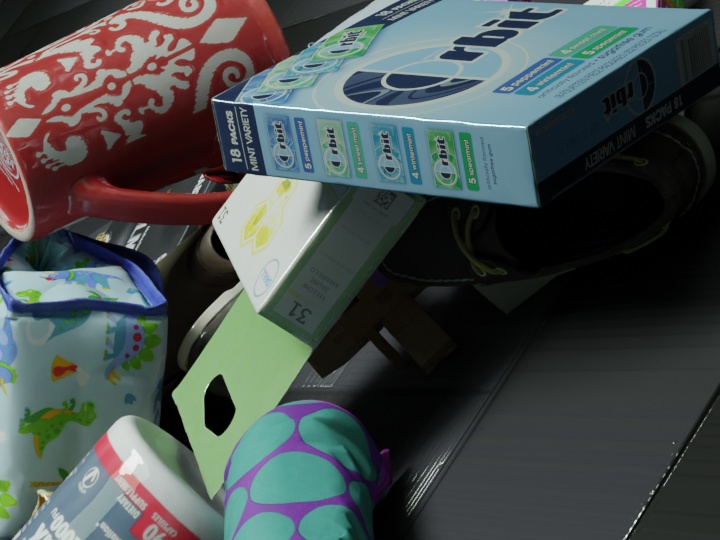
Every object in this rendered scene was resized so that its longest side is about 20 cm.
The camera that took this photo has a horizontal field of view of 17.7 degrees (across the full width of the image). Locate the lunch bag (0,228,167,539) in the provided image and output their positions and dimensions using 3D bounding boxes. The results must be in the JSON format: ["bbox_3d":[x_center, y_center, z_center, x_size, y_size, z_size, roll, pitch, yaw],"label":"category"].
[{"bbox_3d":[-0.194,0.073,1.498,0.200,0.126,0.171,-142,57,-67],"label":"lunch bag"}]

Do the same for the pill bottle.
[{"bbox_3d":[-0.151,0.191,1.273,0.200,0.119,0.120,-49,19,3],"label":"pill bottle"}]

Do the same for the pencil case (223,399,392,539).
[{"bbox_3d":[-0.022,0.141,1.140,0.092,0.086,0.200,-4,24,-3],"label":"pencil case"}]

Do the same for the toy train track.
[{"bbox_3d":[0.000,0.000,1.361,0.115,0.033,0.200,-43,46,0],"label":"toy train track"}]

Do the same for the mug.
[{"bbox_3d":[-0.145,-0.102,1.512,0.199,0.134,0.177,-26,28,-24],"label":"mug"}]

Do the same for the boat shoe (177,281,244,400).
[{"bbox_3d":[-0.037,0.004,1.503,0.200,0.057,0.067,-51,-17,-17],"label":"boat shoe"}]

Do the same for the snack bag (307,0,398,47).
[{"bbox_3d":[0.002,-0.155,1.644,0.200,0.021,0.188,-38,17,-23],"label":"snack bag"}]

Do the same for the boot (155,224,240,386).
[{"bbox_3d":[-0.111,0.007,1.576,0.200,0.070,0.146,-46,1,-24],"label":"boot"}]

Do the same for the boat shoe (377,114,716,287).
[{"bbox_3d":[0.083,-0.030,1.195,0.200,0.072,0.061,-17,15,32],"label":"boat shoe"}]

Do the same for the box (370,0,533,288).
[{"bbox_3d":[0.045,-0.096,1.340,0.136,0.039,0.201,-35,33,20],"label":"box"}]

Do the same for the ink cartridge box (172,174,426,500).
[{"bbox_3d":[-0.052,0.007,1.267,0.200,0.048,0.146,-52,23,9],"label":"ink cartridge box"}]

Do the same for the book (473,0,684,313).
[{"bbox_3d":[0.124,-0.081,1.308,0.133,0.048,0.201,-36,25,30],"label":"book"}]

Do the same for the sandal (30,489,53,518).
[{"bbox_3d":[-0.181,0.164,1.358,0.211,0.070,0.078,-30,23,-12],"label":"sandal"}]

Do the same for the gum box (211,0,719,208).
[{"bbox_3d":[0.054,-0.091,1.177,0.199,0.045,0.170,8,28,39],"label":"gum box"}]

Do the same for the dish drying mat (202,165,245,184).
[{"bbox_3d":[-0.020,-0.120,1.653,0.200,0.018,0.077,-36,16,-18],"label":"dish drying mat"}]

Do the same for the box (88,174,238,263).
[{"bbox_3d":[-0.175,0.015,1.777,0.198,0.050,0.201,-32,26,42],"label":"box"}]
